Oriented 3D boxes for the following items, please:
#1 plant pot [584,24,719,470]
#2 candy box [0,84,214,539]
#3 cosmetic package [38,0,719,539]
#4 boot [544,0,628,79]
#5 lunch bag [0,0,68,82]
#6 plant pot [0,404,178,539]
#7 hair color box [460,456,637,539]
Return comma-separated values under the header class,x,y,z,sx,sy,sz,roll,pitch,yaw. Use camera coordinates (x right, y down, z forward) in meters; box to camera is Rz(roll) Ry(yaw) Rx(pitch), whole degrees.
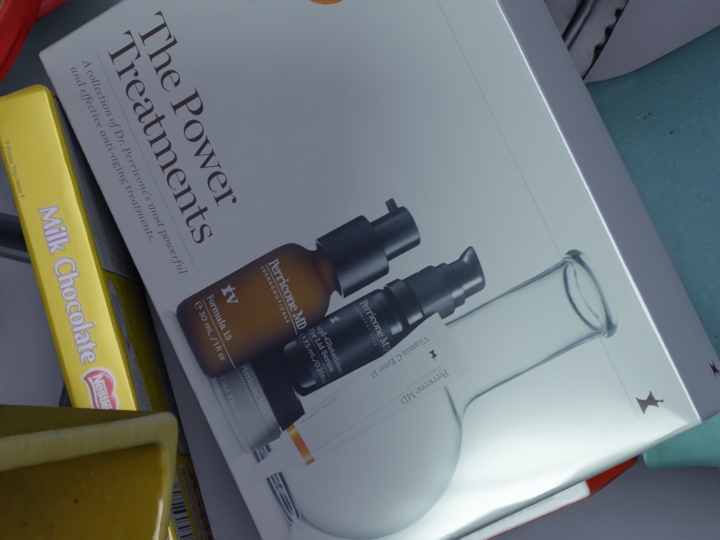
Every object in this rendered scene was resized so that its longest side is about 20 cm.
class,x,y,z,sx,sy,sz,roll,pitch,yaw
plant pot,0.174,-0.013,0.765,0.187,0.200,0.201,-11,84,7
candy box,-0.080,0.042,0.763,0.026,0.102,0.201,-16,84,-1
cosmetic package,0.006,-0.015,0.712,0.150,0.052,0.201,-28,84,21
boot,0.036,-0.162,0.817,0.167,0.076,0.201,28,79,-2
lunch bag,-0.180,-0.111,0.753,0.200,0.082,0.176,-36,60,-9
plant pot,-0.183,0.126,0.634,0.199,0.194,0.197,8,91,14
hair color box,0.000,0.000,0.777,0.110,0.064,0.201,-25,87,23
